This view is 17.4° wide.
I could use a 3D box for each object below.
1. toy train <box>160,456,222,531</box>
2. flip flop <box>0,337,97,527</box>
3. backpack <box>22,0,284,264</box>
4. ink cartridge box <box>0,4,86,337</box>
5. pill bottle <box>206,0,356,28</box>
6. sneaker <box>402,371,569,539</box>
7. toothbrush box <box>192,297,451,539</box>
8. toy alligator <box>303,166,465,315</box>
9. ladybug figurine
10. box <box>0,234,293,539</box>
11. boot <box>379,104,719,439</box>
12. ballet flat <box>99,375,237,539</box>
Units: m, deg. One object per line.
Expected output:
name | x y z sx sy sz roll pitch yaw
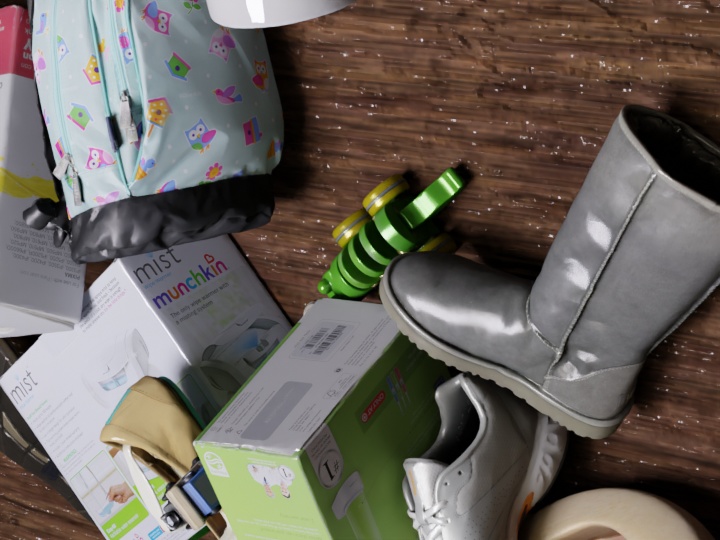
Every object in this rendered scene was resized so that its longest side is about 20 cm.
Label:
toy train | -0.058 0.098 1.462 0.034 0.200 0.046 52 136 -7
flip flop | -0.218 0.115 1.741 0.200 0.058 0.081 41 133 -2
backpack | -0.126 -0.115 1.455 0.126 0.167 0.201 -8 93 37
ink cartridge box | -0.250 -0.061 1.572 0.145 0.083 0.201 -7 74 45
pill bottle | -0.058 -0.246 1.327 0.113 0.114 0.201 9 118 41
sneaker | 0.053 0.154 1.389 0.092 0.201 0.076 27 158 -35
toothbrush box | 0.001 0.139 1.434 0.086 0.146 0.201 3 129 38
toy alligator | 0.000 0.000 1.457 0.059 0.054 0.200 53 138 8
ladybug figurine | 0.143 0.204 1.403 0.200 0.072 0.136 -27 63 39
box | -0.131 0.088 1.603 0.177 0.097 0.200 54 138 6
boot | 0.115 -0.013 1.319 0.181 0.073 0.200 27 139 6
ballet flat | -0.091 0.157 1.490 0.200 0.063 0.069 50 156 -9
